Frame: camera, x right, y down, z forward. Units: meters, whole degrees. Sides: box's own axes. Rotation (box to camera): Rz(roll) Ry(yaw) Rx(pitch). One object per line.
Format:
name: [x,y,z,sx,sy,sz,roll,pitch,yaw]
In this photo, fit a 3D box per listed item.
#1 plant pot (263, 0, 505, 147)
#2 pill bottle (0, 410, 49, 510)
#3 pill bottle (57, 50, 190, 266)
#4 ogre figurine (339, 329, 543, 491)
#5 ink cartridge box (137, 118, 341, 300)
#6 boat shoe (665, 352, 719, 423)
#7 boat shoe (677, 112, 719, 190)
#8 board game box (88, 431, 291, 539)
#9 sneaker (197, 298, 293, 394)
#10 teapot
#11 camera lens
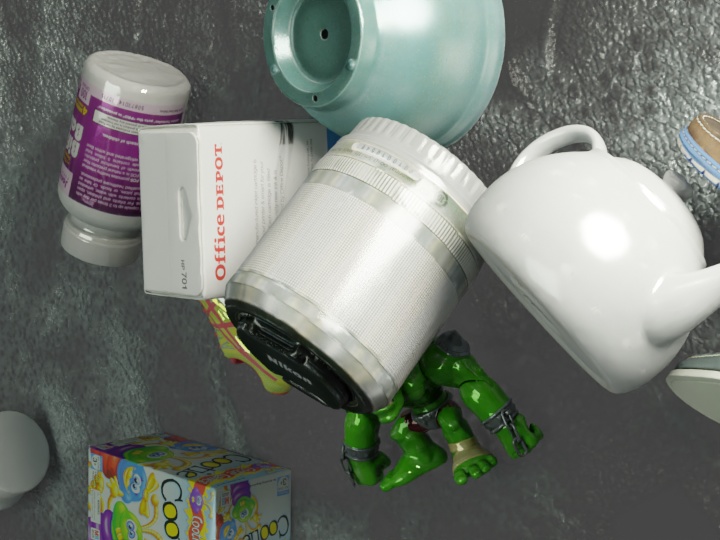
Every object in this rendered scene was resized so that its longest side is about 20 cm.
plant pot: [0.003,-0.198,1.274,0.199,0.133,0.203,6,99,43]
pill bottle: [-0.460,0.237,1.797,0.199,0.114,0.115,-25,78,43]
pill bottle: [-0.246,-0.111,1.544,0.112,0.112,0.202,33,116,36]
ogre figurine: [0.050,0.119,1.303,0.199,0.098,0.121,-11,106,59]
ink cartridge box: [-0.094,-0.058,1.340,0.085,0.199,0.148,5,99,43]
boat shoe: [0.308,0.077,1.077,0.199,0.073,0.062,0,52,51]
boat shoe: [0.312,-0.064,1.041,0.199,0.072,0.073,35,114,24]
board game box: [-0.173,0.237,1.523,0.199,0.104,0.104,9,101,43]
sneaker: [-0.120,0.045,1.468,0.200,0.078,0.091,45,131,33]
teapot: [0.181,-0.020,1.118,0.146,0.197,0.200,-43,84,0]
camera lens: [0.000,0.000,1.214,0.159,0.160,0.201,23,70,40]
